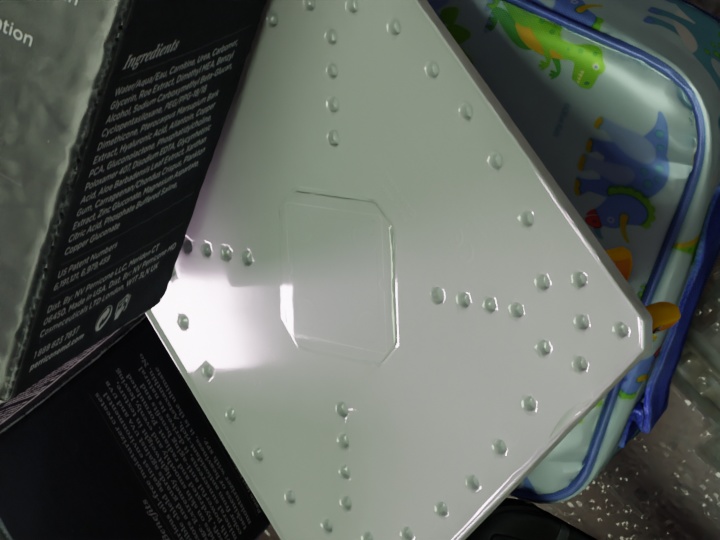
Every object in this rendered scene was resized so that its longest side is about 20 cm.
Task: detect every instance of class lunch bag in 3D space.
[{"bbox_3d":[0.058,-0.021,0.766,0.161,0.082,0.200,28,124,21],"label":"lunch bag"}]

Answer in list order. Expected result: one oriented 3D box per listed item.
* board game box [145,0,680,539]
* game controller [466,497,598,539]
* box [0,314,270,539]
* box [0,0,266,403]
[{"bbox_3d":[0.000,0.000,0.726,0.200,0.026,0.200,57,134,21],"label":"board game box"},{"bbox_3d":[0.104,0.170,0.781,0.200,0.042,0.104,30,87,-17],"label":"game controller"},{"bbox_3d":[-0.171,0.127,0.892,0.200,0.198,0.123,-25,98,25],"label":"box"},{"bbox_3d":[-0.146,-0.097,0.703,0.196,0.117,0.200,29,117,14],"label":"box"}]
